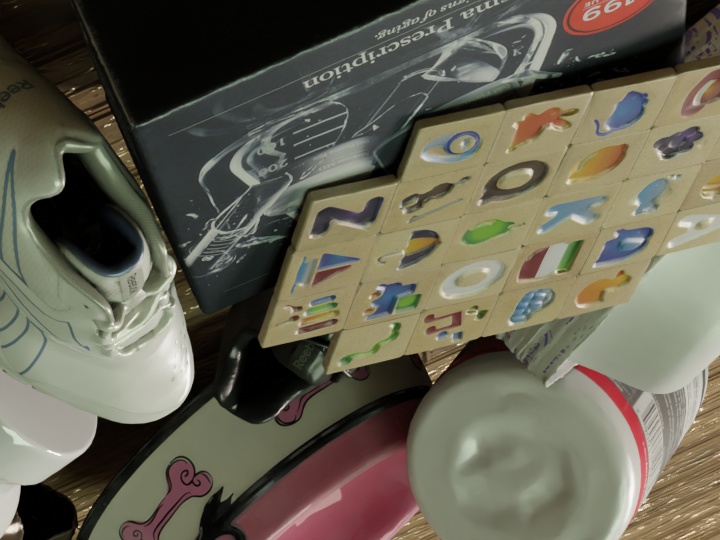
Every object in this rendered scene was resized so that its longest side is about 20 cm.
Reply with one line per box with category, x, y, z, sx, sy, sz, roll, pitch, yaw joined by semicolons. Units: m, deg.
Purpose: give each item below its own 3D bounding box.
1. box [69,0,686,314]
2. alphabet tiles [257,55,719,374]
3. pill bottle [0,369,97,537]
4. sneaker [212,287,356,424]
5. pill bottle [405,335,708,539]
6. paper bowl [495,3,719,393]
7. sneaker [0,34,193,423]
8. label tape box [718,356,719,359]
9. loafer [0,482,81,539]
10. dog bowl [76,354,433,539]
box;0.005;-0.095;1.038;0.200;0.104;0.182;-24;161;-3
alphabet tiles;0.063;-0.020;1.101;0.200;0.006;0.167;-13;152;-21
pill bottle;-0.209;0.084;1.200;0.200;0.116;0.116;-34;158;20
sneaker;0.000;0.000;1.255;0.200;0.076;0.091;-52;-171;46
pill bottle;0.103;0.058;1.433;0.111;0.111;0.200;-38;-176;29
paper bowl;0.144;-0.026;1.280;0.201;0.104;0.201;-43;174;-5
sneaker;-0.102;0.000;1.069;0.075;0.087;0.200;-47;143;-14
label tape box;0.242;0.002;1.444;0.200;0.066;0.143;33;89;-44
loafer;-0.196;0.113;1.368;0.071;0.073;0.200;-43;161;14
dog bowl;-0.037;0.107;1.452;0.200;0.074;0.200;-36;163;-13
